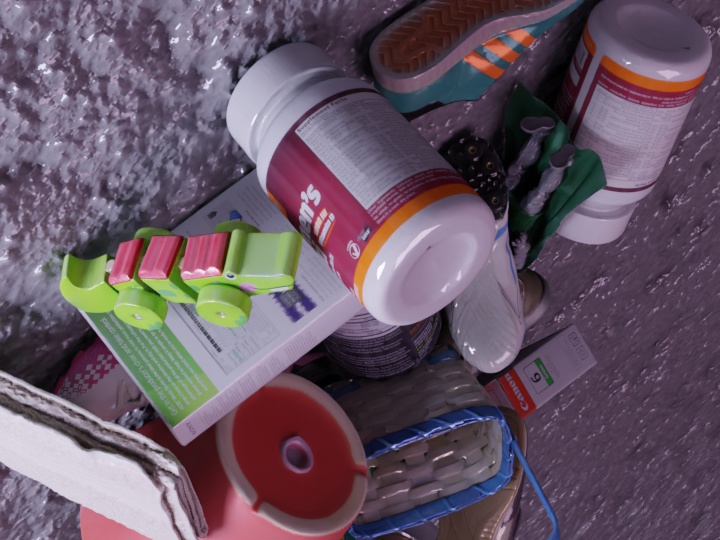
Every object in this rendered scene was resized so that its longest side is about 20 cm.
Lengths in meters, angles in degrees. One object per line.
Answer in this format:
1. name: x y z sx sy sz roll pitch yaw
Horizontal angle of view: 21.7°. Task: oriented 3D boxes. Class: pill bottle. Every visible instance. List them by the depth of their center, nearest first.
1. pill bottle: -0.004 -0.065 1.328 0.109 0.200 0.110 -29 148 -21
2. pill bottle: 0.000 0.000 1.523 0.106 0.106 0.200 -37 149 -9
3. pill bottle: 0.219 -0.127 1.613 0.109 0.110 0.201 -18 142 -35

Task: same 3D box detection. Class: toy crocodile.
1. toy crocodile: -0.126 -0.001 1.327 0.062 0.199 0.068 42 54 -45

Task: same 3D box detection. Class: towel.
1. towel: -0.206 0.140 1.381 0.035 0.199 0.133 -57 157 -26

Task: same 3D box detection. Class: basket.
1. basket: 0.060 0.175 1.581 0.175 0.201 0.140 -16 138 -2

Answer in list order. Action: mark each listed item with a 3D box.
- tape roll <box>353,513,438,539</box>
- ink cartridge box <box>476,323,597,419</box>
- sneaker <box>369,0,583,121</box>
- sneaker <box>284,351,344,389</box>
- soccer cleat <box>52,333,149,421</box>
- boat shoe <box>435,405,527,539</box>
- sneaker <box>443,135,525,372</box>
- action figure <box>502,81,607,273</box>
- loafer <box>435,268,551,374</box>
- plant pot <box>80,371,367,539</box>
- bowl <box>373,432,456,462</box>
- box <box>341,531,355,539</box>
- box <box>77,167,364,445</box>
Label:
1. tape roll: 0.034 0.301 1.719 0.071 0.203 0.202 -49 149 21
2. ink cartridge box: 0.128 0.127 1.803 0.200 0.051 0.109 -32 -179 -43
3. sneaker: 0.094 -0.183 1.447 0.199 0.072 0.080 -30 152 -12
4. sneaker: -0.071 0.163 1.659 0.200 0.095 0.079 -52 147 12
5. soccer cleat: -0.149 0.070 1.457 0.200 0.086 0.070 -38 149 -7
6. boat shoe: 0.108 0.221 1.680 0.065 0.071 0.202 23 78 -67
7. sneaker: 0.098 -0.014 1.597 0.071 0.202 0.072 -6 -174 0
8. action figure: 0.136 -0.056 1.626 0.054 0.118 0.200 -22 155 -28
9. loafer: 0.083 0.059 1.740 0.200 0.075 0.070 -43 135 0
10. plant pot: -0.098 0.182 1.497 0.199 0.202 0.177 -8 156 -44
11. bowl: 0.030 0.184 1.764 0.199 0.040 0.201 -6 159 -2
12. box: -0.060 0.293 1.597 0.117 0.201 0.048 -36 122 26
13. box: -0.094 0.017 1.398 0.199 0.144 0.036 -36 148 -9
